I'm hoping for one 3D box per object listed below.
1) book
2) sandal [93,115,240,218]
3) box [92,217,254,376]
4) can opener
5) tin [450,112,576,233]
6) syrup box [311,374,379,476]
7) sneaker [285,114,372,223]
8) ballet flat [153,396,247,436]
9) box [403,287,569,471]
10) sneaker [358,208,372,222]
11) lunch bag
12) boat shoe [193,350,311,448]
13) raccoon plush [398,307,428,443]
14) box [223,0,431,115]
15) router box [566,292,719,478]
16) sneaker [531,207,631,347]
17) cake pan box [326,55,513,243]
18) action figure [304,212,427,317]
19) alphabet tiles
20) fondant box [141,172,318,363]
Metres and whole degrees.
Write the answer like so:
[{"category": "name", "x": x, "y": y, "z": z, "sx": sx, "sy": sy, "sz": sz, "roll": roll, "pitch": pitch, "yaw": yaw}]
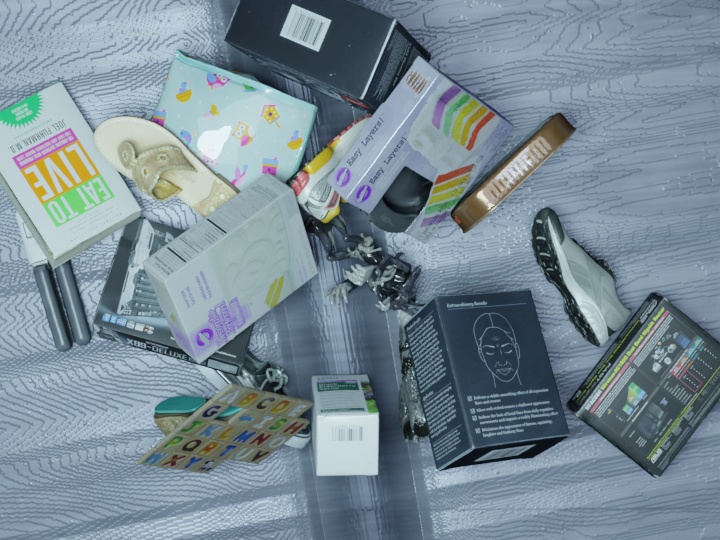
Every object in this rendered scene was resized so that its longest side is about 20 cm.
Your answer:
[{"category": "book", "x": -0.386, "y": -0.124, "z": 1.638, "sx": 0.133, "sy": 0.048, "sz": 0.201, "roll": -32, "pitch": 83, "yaw": -23}, {"category": "sandal", "x": -0.232, "y": -0.116, "z": 1.560, "sx": 0.210, "sy": 0.070, "sz": 0.078, "roll": 32, "pitch": 105, "yaw": -10}, {"category": "box", "x": -0.228, "y": 0.032, "z": 1.660, "sx": 0.197, "sy": 0.050, "sz": 0.160, "roll": 16, "pitch": 66, "yaw": -3}, {"category": "can opener", "x": -0.402, "y": 0.005, "z": 1.671, "sx": 0.053, "sy": 0.067, "sz": 0.203, "roll": -16, "pitch": 91, "yaw": -1}, {"category": "tin", "x": 0.197, "y": -0.129, "z": 1.678, "sx": 0.200, "sy": 0.112, "sz": 0.042, "roll": -43, "pitch": 96, "yaw": 0}, {"category": "syrup box", "x": -0.022, "y": 0.194, "z": 1.648, "sx": 0.077, "sy": 0.200, "sz": 0.083, "roll": 0, "pitch": 100, "yaw": -4}, {"category": "sneaker", "x": -0.019, "y": -0.128, "z": 1.645, "sx": 0.082, "sy": 0.078, "sz": 0.200, "roll": 48, "pitch": 50, "yaw": -5}, {"category": "ballet flat", "x": -0.190, "y": 0.196, "z": 1.663, "sx": 0.070, "sy": 0.198, "sz": 0.066, "roll": -36, "pitch": 110, "yaw": -39}, {"category": "box", "x": 0.158, "y": 0.138, "z": 1.645, "sx": 0.146, "sy": 0.107, "sz": 0.203, "roll": -3, "pitch": 69, "yaw": -26}, {"category": "sneaker", "x": 0.091, "y": -0.134, "z": 1.695, "sx": 0.198, "sy": 0.060, "sz": 0.105, "roll": -19, "pitch": 138, "yaw": -30}, {"category": "lunch bag", "x": -0.166, "y": -0.167, "z": 1.646, "sx": 0.197, "sy": 0.122, "sz": 0.173, "roll": 21, "pitch": 94, "yaw": 1}, {"category": "boat shoe", "x": -0.133, "y": 0.150, "z": 1.701, "sx": 0.199, "sy": 0.074, "sz": 0.068, "roll": 43, "pitch": 106, "yaw": 3}, {"category": "raccoon plush", "x": 0.124, "y": 0.152, "z": 1.714, "sx": 0.132, "sy": 0.097, "sz": 0.204, "roll": -1, "pitch": 95, "yaw": -12}, {"category": "box", "x": -0.036, "y": -0.274, "z": 1.584, "sx": 0.198, "sy": 0.182, "sz": 0.105, "roll": 25, "pitch": 94, "yaw": 17}, {"category": "router box", "x": 0.398, "y": 0.155, "z": 1.743, "sx": 0.149, "sy": 0.062, "sz": 0.201, "roll": 38, "pitch": 92, "yaw": -7}, {"category": "sneaker", "x": 0.294, "y": 0.000, "z": 1.724, "sx": 0.079, "sy": 0.074, "sz": 0.202, "roll": -33, "pitch": 103, "yaw": -10}, {"category": "cake pan box", "x": 0.074, "y": -0.142, "z": 1.587, "sx": 0.201, "sy": 0.052, "sz": 0.183, "roll": -52, "pitch": 139, "yaw": 10}, {"category": "action figure", "x": 0.000, "y": 0.000, "z": 1.668, "sx": 0.200, "sy": 0.119, "sz": 0.102, "roll": 45, "pitch": 52, "yaw": 5}, {"category": "alphabet tiles", "x": -0.155, "y": 0.203, "z": 1.597, "sx": 0.167, "sy": 0.199, "sz": 0.008, "roll": -40, "pitch": 59, "yaw": 20}, {"category": "fondant box", "x": -0.155, "y": -0.003, "z": 1.578, "sx": 0.199, "sy": 0.058, "sz": 0.146, "roll": -37, "pitch": 136, "yaw": -21}]
